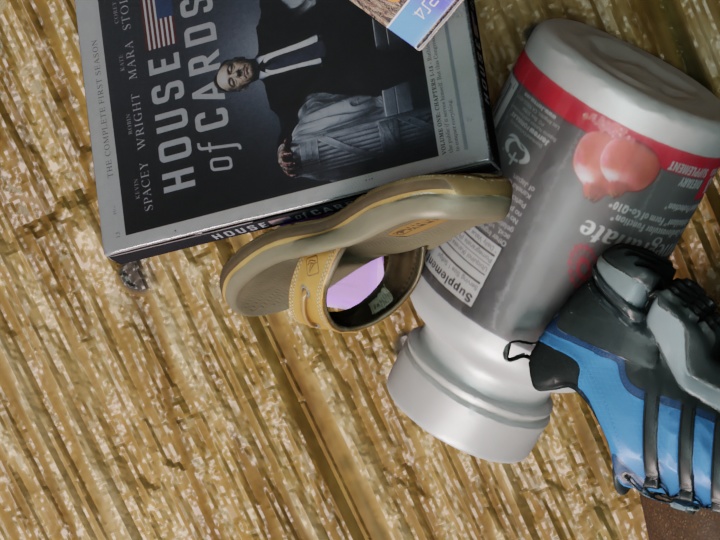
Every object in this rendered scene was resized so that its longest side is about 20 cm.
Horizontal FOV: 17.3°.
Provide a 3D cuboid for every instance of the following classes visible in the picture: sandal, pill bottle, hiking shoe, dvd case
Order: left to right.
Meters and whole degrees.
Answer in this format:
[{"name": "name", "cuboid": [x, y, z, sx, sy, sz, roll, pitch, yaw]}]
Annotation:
[{"name": "dvd case", "cuboid": [-0.039, -0.097, 1.138, 0.199, 0.025, 0.151, -13, 73, 16]}, {"name": "sandal", "cuboid": [0.000, 0.000, 1.125, 0.200, 0.080, 0.054, -21, 78, 50]}, {"name": "pill bottle", "cuboid": [0.091, -0.011, 1.150, 0.110, 0.111, 0.201, 26, 108, -2]}, {"name": "hiking shoe", "cuboid": [0.160, 0.082, 1.073, 0.087, 0.074, 0.200, -46, 73, 19]}]

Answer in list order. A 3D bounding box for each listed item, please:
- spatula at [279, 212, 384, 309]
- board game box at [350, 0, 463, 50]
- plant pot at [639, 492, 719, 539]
[{"name": "spatula", "cuboid": [-0.010, -0.074, 1.189, 0.056, 0.021, 0.201, 7, 107, 10]}, {"name": "board game box", "cuboid": [0.001, -0.230, 1.063, 0.200, 0.097, 0.160, 36, 71, -4]}, {"name": "plant pot", "cuboid": [0.216, 0.127, 1.155, 0.186, 0.187, 0.201, -30, 86, 14]}]
